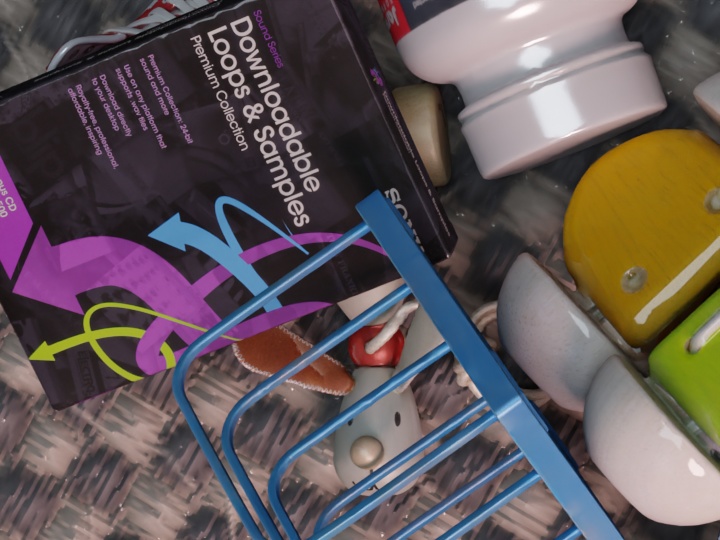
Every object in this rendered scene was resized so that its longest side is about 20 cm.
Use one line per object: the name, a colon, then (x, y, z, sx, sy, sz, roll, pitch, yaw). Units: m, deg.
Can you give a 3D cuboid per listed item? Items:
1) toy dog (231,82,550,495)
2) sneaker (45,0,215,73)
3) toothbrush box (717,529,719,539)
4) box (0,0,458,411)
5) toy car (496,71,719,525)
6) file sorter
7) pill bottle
toy dog: (0.000, 0.000, 1.230, 0.132, 0.096, 0.200, -27, 85, 12)
sneaker: (-0.076, -0.116, 1.238, 0.071, 0.112, 0.200, 33, 98, 10)
toothbrush box: (0.242, 0.195, 1.185, 0.200, 0.085, 0.146, 17, 95, 11)
box: (-0.075, -0.036, 1.178, 0.200, 0.036, 0.143, -22, 105, 13)
toy car: (0.172, 0.026, 1.157, 0.175, 0.150, 0.200, -43, 40, 5)
file sorter: (0.028, 0.096, 1.141, 0.123, 0.200, 0.139, -35, 46, 1)
pill bottle: (0.060, -0.149, 1.203, 0.120, 0.120, 0.200, -22, 86, 12)
